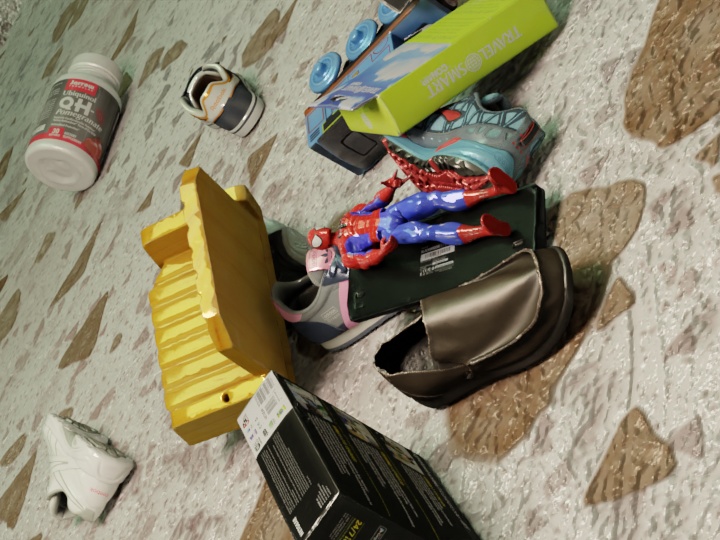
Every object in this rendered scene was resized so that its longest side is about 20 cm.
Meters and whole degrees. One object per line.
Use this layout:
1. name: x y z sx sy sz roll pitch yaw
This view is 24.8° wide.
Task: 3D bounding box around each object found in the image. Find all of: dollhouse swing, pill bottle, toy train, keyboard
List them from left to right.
1. pill bottle: -0.426 -0.229 2.474 0.111 0.111 0.200 -31 37 47
2. dollhouse swing: -0.158 0.030 1.467 0.181 0.176 0.200 -23 67 26
3. toy train: 0.025 -0.190 1.590 0.200 0.087 0.114 -41 38 30
4. keyboard: 0.072 0.005 1.314 0.200 0.040 0.104 -18 56 40

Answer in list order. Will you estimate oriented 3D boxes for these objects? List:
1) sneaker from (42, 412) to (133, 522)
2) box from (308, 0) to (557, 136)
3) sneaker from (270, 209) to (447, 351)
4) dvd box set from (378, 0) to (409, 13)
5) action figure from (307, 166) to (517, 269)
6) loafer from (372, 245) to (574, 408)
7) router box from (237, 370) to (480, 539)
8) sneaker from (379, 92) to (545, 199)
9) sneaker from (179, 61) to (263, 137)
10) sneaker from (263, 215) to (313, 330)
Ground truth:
1. sneaker: -0.320 0.220 1.793 0.100 0.078 0.200 -64 23 -3
2. box: 0.062 -0.179 1.433 0.200 0.048 0.122 -35 17 -13
3. sneaker: 0.000 0.000 1.411 0.200 0.082 0.070 -40 29 36
4. dvd box set: 0.093 -0.343 1.524 0.146 0.029 0.200 -51 6 45
5. action figure: 0.032 -0.040 1.318 0.200 0.052 0.066 -13 63 43
6. loafer: 0.079 0.045 1.202 0.200 0.071 0.073 -42 47 42
7. router box: 0.004 0.159 1.137 0.051 0.149 0.200 -55 24 8
8. sneaker: 0.092 -0.107 1.393 0.096 0.079 0.200 -45 26 -11
9. sneaker: -0.183 -0.221 2.033 0.079 0.079 0.200 -60 22 0
10. sneaker: -0.103 0.008 1.609 0.114 0.075 0.200 -58 26 -4
